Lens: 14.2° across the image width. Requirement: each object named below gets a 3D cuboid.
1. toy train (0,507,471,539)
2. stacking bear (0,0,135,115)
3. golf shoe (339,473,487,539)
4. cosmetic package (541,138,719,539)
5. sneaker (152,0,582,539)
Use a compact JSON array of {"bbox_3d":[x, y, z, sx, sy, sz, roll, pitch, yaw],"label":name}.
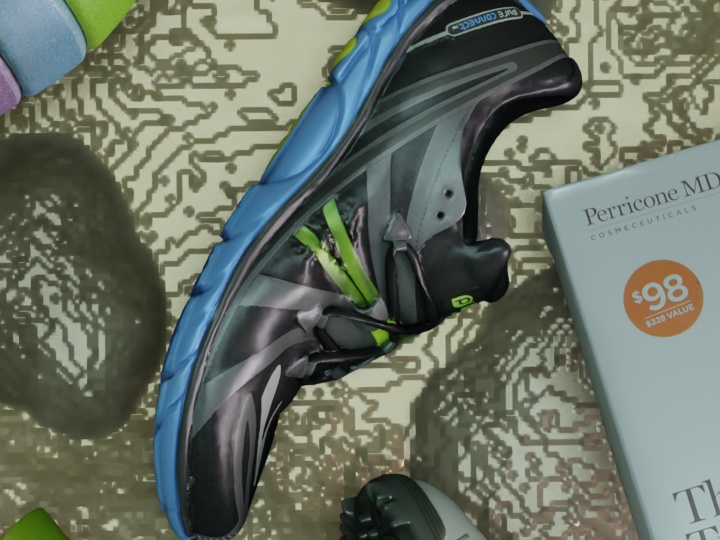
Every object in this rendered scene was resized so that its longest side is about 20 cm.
[{"bbox_3d":[-0.070,0.115,0.878,0.116,0.085,0.200,43,102,11],"label":"toy train"},{"bbox_3d":[-0.100,-0.126,0.872,0.200,0.121,0.114,-44,90,-8],"label":"stacking bear"},{"bbox_3d":[0.067,0.141,0.908,0.088,0.077,0.200,-34,93,-24],"label":"golf shoe"},{"bbox_3d":[0.171,0.022,0.889,0.200,0.052,0.151,-17,73,-1],"label":"cosmetic package"},{"bbox_3d":[0.000,0.000,0.893,0.083,0.071,0.200,32,87,4],"label":"sneaker"}]
